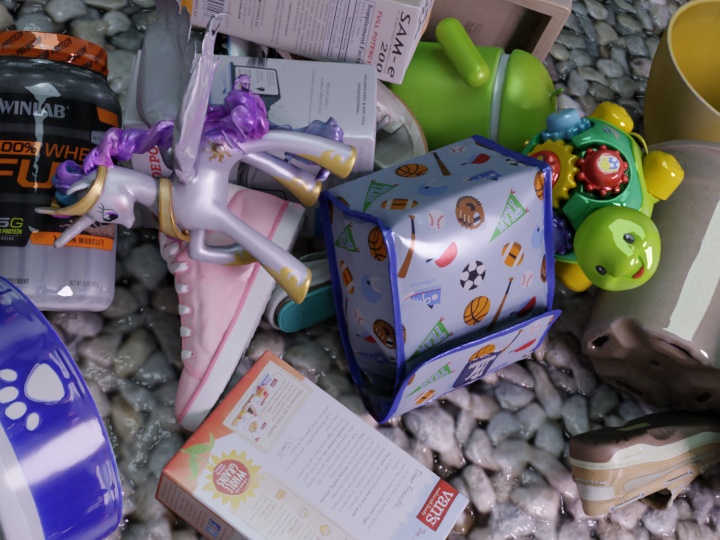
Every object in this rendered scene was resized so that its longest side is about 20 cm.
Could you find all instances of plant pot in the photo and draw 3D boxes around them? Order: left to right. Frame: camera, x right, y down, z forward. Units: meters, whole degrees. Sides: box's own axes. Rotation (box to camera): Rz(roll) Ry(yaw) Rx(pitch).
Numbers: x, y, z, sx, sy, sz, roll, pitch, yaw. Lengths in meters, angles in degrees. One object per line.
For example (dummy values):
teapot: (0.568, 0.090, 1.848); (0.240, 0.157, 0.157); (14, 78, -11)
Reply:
plant pot: (0.294, 0.018, 0.953); (0.200, 0.201, 0.184); (29, 64, 2)
plant pot: (0.382, -0.169, 1.122); (0.199, 0.142, 0.201); (9, 56, -13)

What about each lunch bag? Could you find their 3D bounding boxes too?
lunch bag: (0.071, 0.015, 0.865); (0.169, 0.201, 0.124); (-20, 32, -25)

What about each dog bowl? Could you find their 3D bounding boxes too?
dog bowl: (-0.242, 0.105, 0.688); (0.079, 0.200, 0.200); (-28, 69, -34)

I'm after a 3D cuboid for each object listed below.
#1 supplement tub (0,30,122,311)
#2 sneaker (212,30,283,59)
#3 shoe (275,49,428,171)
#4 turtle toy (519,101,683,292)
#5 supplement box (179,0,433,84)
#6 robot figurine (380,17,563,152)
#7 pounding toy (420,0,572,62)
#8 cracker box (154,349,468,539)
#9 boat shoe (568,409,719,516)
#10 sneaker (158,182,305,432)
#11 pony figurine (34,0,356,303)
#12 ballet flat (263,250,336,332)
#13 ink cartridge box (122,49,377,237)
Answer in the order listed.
supplement tub: (-0.245, -0.071, 0.799); (0.122, 0.122, 0.201); (2, 86, -17)
sneaker: (-0.101, -0.200, 0.973); (0.072, 0.072, 0.200); (10, 17, -3)
shoe: (-0.016, -0.158, 0.958); (0.200, 0.070, 0.053); (50, 27, 5)
turtle toy: (0.191, -0.058, 0.894); (0.101, 0.146, 0.200); (17, 30, -40)
supplement box: (-0.039, -0.242, 0.902); (0.199, 0.074, 0.126); (16, 37, 3)
robot figurine: (0.096, -0.158, 1.013); (0.199, 0.176, 0.116); (7, 67, 14)
pounding toy: (0.105, -0.299, 1.088); (0.199, 0.184, 0.143); (17, 53, -7)
cracker box: (-0.036, 0.174, 0.801); (0.200, 0.058, 0.134); (36, 54, 8)
boat shoe: (0.256, 0.168, 0.908); (0.199, 0.072, 0.077); (-5, 92, -31)
sneaker: (-0.127, 0.020, 0.838); (0.104, 0.075, 0.201); (24, 78, -3)
pony figurine: (-0.109, -0.085, 0.747); (0.199, 0.194, 0.167); (16, 11, -25)
ballet flat: (0.000, 0.000, 0.933); (0.199, 0.070, 0.070); (-14, 63, -25)
ink cartridge box: (-0.089, -0.103, 0.890); (0.199, 0.147, 0.086); (2, 58, -2)
